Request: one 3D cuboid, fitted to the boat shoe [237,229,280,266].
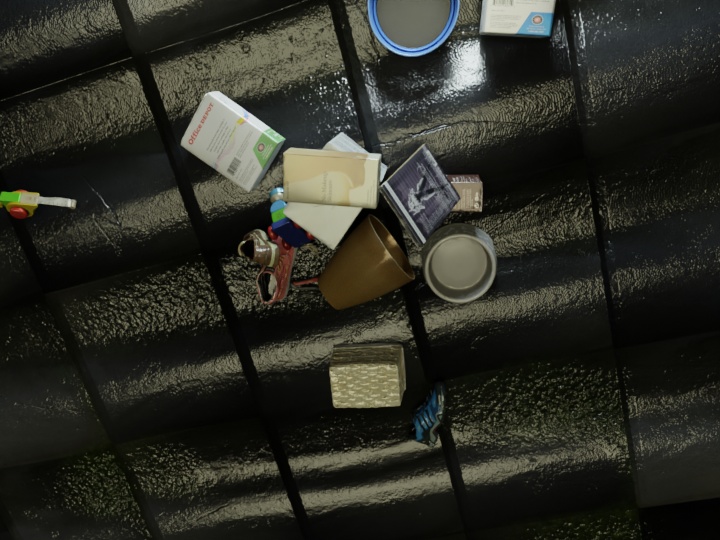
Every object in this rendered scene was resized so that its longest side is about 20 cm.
[{"bbox_3d":[-0.261,-0.059,1.441,0.074,0.202,0.076,3,99,-29],"label":"boat shoe"}]

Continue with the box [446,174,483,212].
[{"bbox_3d":[0.184,-0.182,1.398,0.196,0.100,0.076,-1,109,6],"label":"box"}]

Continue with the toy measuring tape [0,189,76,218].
[{"bbox_3d":[-0.845,-0.168,1.552,0.196,0.074,0.075,4,111,-14],"label":"toy measuring tape"}]

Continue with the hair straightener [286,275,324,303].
[{"bbox_3d":[-0.119,0.055,1.546,0.196,0.041,0.078,-11,107,11],"label":"hair straightener"}]

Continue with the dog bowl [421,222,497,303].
[{"bbox_3d":[0.245,-0.012,1.471,0.196,0.059,0.204,2,109,5],"label":"dog bowl"}]

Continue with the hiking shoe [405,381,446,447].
[{"bbox_3d":[0.180,0.389,1.608,0.085,0.075,0.203,11,110,2],"label":"hiking shoe"}]

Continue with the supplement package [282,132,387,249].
[{"bbox_3d":[-0.053,-0.189,1.370,0.146,0.200,0.192,35,109,-6],"label":"supplement package"}]

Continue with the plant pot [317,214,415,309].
[{"bbox_3d":[0.000,0.000,1.431,0.199,0.187,0.187,-36,102,14],"label":"plant pot"}]

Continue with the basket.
[{"bbox_3d":[0.017,0.279,1.563,0.196,0.124,0.138,-3,108,9],"label":"basket"}]

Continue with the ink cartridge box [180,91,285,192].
[{"bbox_3d":[-0.303,-0.308,1.419,0.199,0.084,0.146,34,109,-6],"label":"ink cartridge box"}]

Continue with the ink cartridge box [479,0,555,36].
[{"bbox_3d":[0.334,-0.600,1.243,0.143,0.084,0.204,5,109,4],"label":"ink cartridge box"}]

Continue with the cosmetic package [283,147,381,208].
[{"bbox_3d":[-0.058,-0.191,1.226,0.196,0.071,0.107,3,109,6],"label":"cosmetic package"}]

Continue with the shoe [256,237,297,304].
[{"bbox_3d":[-0.210,-0.017,1.492,0.070,0.091,0.204,11,101,12],"label":"shoe"}]

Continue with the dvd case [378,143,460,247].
[{"bbox_3d":[0.130,-0.163,1.265,0.016,0.200,0.150,-22,109,46],"label":"dvd case"}]

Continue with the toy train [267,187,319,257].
[{"bbox_3d":[-0.160,-0.115,1.470,0.083,0.200,0.117,-21,65,14],"label":"toy train"}]

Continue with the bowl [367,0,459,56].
[{"bbox_3d":[0.114,-0.574,1.295,0.197,0.039,0.204,2,109,6],"label":"bowl"}]
